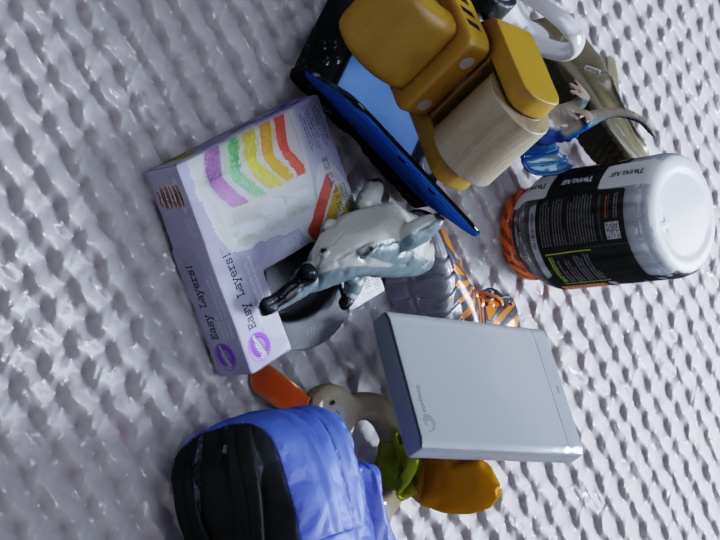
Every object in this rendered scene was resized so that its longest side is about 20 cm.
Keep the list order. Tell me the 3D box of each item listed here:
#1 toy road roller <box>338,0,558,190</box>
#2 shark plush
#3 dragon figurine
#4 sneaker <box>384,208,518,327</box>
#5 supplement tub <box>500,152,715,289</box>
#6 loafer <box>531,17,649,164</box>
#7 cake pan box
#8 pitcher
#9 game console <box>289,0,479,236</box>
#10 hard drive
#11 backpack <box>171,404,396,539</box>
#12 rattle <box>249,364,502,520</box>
[{"bbox_3d":[0.067,-0.183,1.381,0.145,0.123,0.202,11,48,-42],"label":"toy road roller"},{"bbox_3d":[0.000,0.000,1.374,0.200,0.090,0.084,-39,142,-45],"label":"shark plush"},{"bbox_3d":[0.187,-0.136,1.580,0.197,0.100,0.059,1,51,-20],"label":"dragon figurine"},{"bbox_3d":[0.090,0.023,1.529,0.112,0.077,0.202,-36,119,-46],"label":"sneaker"},{"bbox_3d":[0.245,-0.046,1.588,0.122,0.199,0.124,6,81,-44],"label":"supplement tub"},{"bbox_3d":[0.244,-0.187,1.645,0.067,0.076,0.201,-32,86,-18],"label":"loafer"},{"bbox_3d":[-0.078,-0.029,1.376,0.183,0.052,0.202,-29,106,-40],"label":"cake pan box"},{"bbox_3d":[0.111,-0.268,1.501,0.200,0.170,0.122,47,61,-31],"label":"pitcher"},{"bbox_3d":[0.043,-0.149,1.456,0.200,0.117,0.172,44,56,-32],"label":"game console"},{"bbox_3d":[0.108,0.108,1.434,0.198,0.027,0.133,7,56,-38],"label":"hard drive"},{"bbox_3d":[-0.061,0.213,1.299,0.167,0.161,0.202,-13,82,-53],"label":"backpack"},{"bbox_3d":[0.006,0.156,1.383,0.130,0.142,0.200,-48,126,-14],"label":"rattle"}]
